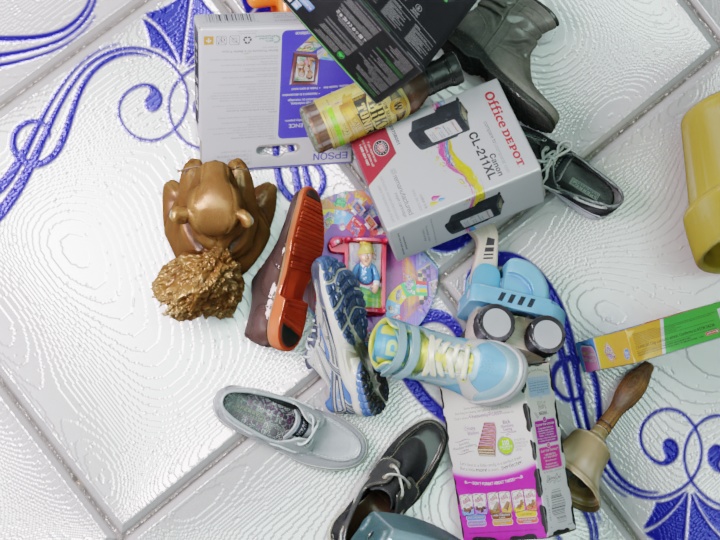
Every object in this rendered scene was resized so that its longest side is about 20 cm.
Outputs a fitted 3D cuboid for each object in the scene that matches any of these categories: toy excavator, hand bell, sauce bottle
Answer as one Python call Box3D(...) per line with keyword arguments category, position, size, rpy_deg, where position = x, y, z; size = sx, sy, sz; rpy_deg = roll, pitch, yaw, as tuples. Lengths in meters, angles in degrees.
Box3D(category="toy excavator", position=(0.163, 0.007, 1.718), size=(0.192, 0.100, 0.202), rpy_deg=(13, 68, -5))
Box3D(category="hand bell", position=(0.305, 0.189, 1.720), size=(0.104, 0.104, 0.200), rpy_deg=(41, 68, -2))
Box3D(category="sauce bottle", position=(0.027, -0.206, 1.659), size=(0.198, 0.065, 0.065), rpy_deg=(-25, 87, -2))

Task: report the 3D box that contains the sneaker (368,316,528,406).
Box3D(category="sneaker", position=(0.088, 0.104, 1.613), size=(0.130, 0.199, 0.080), rpy_deg=(18, 81, -42))

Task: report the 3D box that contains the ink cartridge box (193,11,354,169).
Box3D(category="ink cartridge box", position=(-0.102, -0.216, 1.679), size=(0.196, 0.044, 0.202), rpy_deg=(-4, 128, -12))

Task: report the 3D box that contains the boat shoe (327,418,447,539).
Box3D(category="boat shoe", position=(0.040, 0.264, 1.674), size=(0.072, 0.068, 0.200), rpy_deg=(41, 78, 0))

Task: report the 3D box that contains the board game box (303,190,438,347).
Box3D(category="board game box", position=(0.000, 0.000, 1.711), size=(0.158, 0.039, 0.200), rpy_deg=(-43, 90, -10))

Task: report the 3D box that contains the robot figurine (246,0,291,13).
Box3D(category="robot figurine", position=(-0.042, -0.327, 1.708), size=(0.198, 0.117, 0.145), rpy_deg=(-8, 75, -8))

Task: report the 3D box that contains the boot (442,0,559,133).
Box3D(category="boot", position=(0.205, -0.277, 1.742), size=(0.131, 0.068, 0.200), rpy_deg=(-42, 73, -10))

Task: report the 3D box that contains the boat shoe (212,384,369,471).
Box3D(category="boat shoe", position=(-0.082, 0.190, 1.662), size=(0.199, 0.072, 0.071), rpy_deg=(20, 81, -5))

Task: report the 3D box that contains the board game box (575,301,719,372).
Box3D(category="board game box", position=(0.360, 0.079, 1.672), size=(0.152, 0.200, 0.041), rpy_deg=(-15, 85, -10))

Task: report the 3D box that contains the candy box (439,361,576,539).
Box3D(category="candy box", position=(0.174, 0.217, 1.661), size=(0.061, 0.136, 0.202), rpy_deg=(-4, 84, -45))

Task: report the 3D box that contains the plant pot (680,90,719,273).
Box3D(category="plant pot", position=(0.487, -0.121, 1.727), size=(0.199, 0.201, 0.191), rpy_deg=(-10, 71, -9))

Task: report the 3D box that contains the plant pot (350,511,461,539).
Box3D(category="plant pot", position=(0.065, 0.383, 1.578), size=(0.199, 0.196, 0.197), rpy_deg=(38, 84, -10))

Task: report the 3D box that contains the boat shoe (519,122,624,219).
Box3D(category="boat shoe", position=(0.240, -0.130, 1.746), size=(0.199, 0.068, 0.074), rpy_deg=(36, 80, -2))

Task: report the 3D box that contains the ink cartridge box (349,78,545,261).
Box3D(category="ink cartridge box", position=(0.105, -0.124, 1.681), size=(0.198, 0.083, 0.147), rpy_deg=(-22, 62, 0))

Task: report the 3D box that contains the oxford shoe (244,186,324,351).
Box3D(category="oxford shoe", position=(-0.097, -0.007, 1.678), size=(0.072, 0.071, 0.202), rpy_deg=(7, 78, 33))

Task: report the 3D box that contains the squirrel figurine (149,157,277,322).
Box3D(category="squirrel figurine", position=(-0.170, -0.036, 1.617), size=(0.140, 0.187, 0.202), rpy_deg=(9, 82, -7))

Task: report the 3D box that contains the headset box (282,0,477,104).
Box3D(category="headset box", position=(0.031, -0.327, 1.601), size=(0.174, 0.093, 0.201), rpy_deg=(46, 50, -14))

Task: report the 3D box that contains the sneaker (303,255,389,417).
Box3D(category="sneaker", position=(-0.036, 0.084, 1.669), size=(0.084, 0.077, 0.202), rpy_deg=(-11, 96, 29))
